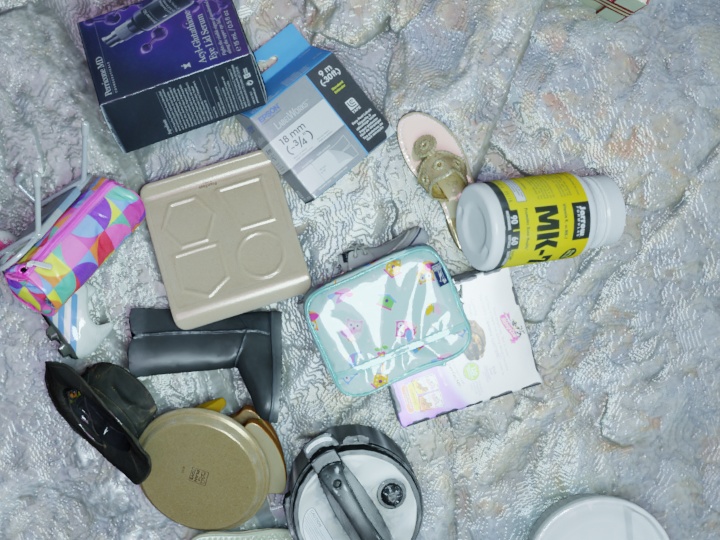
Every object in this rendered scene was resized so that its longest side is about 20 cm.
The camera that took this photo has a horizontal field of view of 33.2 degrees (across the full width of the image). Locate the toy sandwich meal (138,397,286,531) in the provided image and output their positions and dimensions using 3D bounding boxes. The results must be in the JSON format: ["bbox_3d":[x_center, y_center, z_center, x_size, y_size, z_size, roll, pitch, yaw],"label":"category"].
[{"bbox_3d":[-0.199,0.253,1.598,0.204,0.070,0.206,4,112,9],"label":"toy sandwich meal"}]

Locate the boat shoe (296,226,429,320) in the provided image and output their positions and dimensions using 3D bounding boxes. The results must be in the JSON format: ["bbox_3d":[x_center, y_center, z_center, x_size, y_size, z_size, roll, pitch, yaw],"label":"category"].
[{"bbox_3d":[0.000,0.000,1.601,0.200,0.071,0.070,-41,98,6],"label":"boat shoe"}]

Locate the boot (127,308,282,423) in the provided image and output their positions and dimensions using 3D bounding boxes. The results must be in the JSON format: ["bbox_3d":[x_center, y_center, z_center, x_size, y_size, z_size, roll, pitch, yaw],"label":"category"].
[{"bbox_3d":[-0.202,0.123,1.565,0.199,0.066,0.165,2,52,-8],"label":"boot"}]

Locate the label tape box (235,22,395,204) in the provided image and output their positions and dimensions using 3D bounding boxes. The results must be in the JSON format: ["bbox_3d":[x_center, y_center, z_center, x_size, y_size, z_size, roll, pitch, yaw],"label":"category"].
[{"bbox_3d":[-0.075,-0.210,1.573,0.144,0.063,0.200,-41,96,-12],"label":"label tape box"}]

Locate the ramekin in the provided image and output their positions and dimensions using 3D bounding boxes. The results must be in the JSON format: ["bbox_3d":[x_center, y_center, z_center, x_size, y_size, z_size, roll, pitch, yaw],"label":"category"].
[{"bbox_3d":[0.316,0.395,1.632,0.201,0.094,0.203,0,93,-4],"label":"ramekin"}]

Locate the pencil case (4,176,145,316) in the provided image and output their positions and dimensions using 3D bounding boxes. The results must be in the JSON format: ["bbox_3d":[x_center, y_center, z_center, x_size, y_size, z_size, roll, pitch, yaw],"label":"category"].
[{"bbox_3d":[-0.359,-0.031,1.524,0.088,0.088,0.200,40,59,-5],"label":"pencil case"}]

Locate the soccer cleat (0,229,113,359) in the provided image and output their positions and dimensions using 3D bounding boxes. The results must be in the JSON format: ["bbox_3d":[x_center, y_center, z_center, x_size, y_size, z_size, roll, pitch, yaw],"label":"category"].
[{"bbox_3d":[-0.401,0.021,1.579,0.086,0.070,0.200,-35,97,-19],"label":"soccer cleat"}]

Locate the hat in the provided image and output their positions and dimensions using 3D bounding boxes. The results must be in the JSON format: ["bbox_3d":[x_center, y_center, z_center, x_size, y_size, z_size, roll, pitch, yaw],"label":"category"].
[{"bbox_3d":[-0.316,0.175,1.550,0.081,0.200,0.201,-40,96,-31],"label":"hat"}]

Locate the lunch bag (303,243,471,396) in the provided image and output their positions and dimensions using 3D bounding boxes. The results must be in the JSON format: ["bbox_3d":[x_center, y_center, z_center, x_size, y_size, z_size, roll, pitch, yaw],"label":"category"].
[{"bbox_3d":[0.039,0.064,1.531,0.199,0.077,0.161,-23,94,-1],"label":"lunch bag"}]

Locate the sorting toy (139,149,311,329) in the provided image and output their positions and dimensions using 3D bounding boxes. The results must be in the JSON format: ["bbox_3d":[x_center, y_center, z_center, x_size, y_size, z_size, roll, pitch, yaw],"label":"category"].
[{"bbox_3d":[-0.177,-0.040,1.584,0.184,0.036,0.201,-17,79,-3],"label":"sorting toy"}]

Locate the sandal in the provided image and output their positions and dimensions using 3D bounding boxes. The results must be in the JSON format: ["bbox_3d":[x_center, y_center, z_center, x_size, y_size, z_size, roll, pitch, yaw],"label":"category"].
[{"bbox_3d":[0.119,-0.118,1.599,0.077,0.070,0.212,-27,95,-2],"label":"sandal"}]

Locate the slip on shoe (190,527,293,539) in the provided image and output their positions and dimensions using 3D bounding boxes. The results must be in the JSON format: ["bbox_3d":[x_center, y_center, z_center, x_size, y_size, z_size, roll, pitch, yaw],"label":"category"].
[{"bbox_3d":[-0.140,0.381,1.618,0.199,0.061,0.074,6,80,-18],"label":"slip on shoe"}]

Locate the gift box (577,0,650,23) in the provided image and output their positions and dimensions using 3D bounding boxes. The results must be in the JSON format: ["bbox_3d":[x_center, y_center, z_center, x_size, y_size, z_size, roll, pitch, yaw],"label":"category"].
[{"bbox_3d":[0.330,-0.442,1.541,0.186,0.185,0.201,26,97,-3],"label":"gift box"}]

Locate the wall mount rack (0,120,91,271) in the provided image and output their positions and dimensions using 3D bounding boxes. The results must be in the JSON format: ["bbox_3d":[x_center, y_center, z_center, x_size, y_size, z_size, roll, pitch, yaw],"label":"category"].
[{"bbox_3d":[-0.395,-0.094,1.492,0.173,0.200,0.075,-25,116,37],"label":"wall mount rack"}]

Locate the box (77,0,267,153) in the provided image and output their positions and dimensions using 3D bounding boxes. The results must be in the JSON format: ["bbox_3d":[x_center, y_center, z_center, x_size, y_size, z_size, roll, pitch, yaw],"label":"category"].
[{"bbox_3d":[-0.237,-0.260,1.519,0.199,0.104,0.148,-20,59,-4],"label":"box"}]

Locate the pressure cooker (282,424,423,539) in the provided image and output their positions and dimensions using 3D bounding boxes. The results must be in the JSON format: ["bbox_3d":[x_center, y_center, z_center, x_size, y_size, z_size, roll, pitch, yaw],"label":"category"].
[{"bbox_3d":[-0.008,0.294,1.549,0.175,0.200,0.179,16,93,-6],"label":"pressure cooker"}]

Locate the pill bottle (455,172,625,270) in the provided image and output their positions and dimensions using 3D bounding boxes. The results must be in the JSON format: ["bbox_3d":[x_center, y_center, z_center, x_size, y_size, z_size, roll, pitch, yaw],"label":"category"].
[{"bbox_3d":[0.236,-0.068,1.572,0.199,0.114,0.115,-9,94,-21],"label":"pill bottle"}]

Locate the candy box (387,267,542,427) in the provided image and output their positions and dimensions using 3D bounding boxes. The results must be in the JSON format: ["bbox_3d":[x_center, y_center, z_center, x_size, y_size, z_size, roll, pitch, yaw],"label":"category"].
[{"bbox_3d":[0.122,0.097,1.612,0.199,0.072,0.168,-17,94,-2],"label":"candy box"}]
